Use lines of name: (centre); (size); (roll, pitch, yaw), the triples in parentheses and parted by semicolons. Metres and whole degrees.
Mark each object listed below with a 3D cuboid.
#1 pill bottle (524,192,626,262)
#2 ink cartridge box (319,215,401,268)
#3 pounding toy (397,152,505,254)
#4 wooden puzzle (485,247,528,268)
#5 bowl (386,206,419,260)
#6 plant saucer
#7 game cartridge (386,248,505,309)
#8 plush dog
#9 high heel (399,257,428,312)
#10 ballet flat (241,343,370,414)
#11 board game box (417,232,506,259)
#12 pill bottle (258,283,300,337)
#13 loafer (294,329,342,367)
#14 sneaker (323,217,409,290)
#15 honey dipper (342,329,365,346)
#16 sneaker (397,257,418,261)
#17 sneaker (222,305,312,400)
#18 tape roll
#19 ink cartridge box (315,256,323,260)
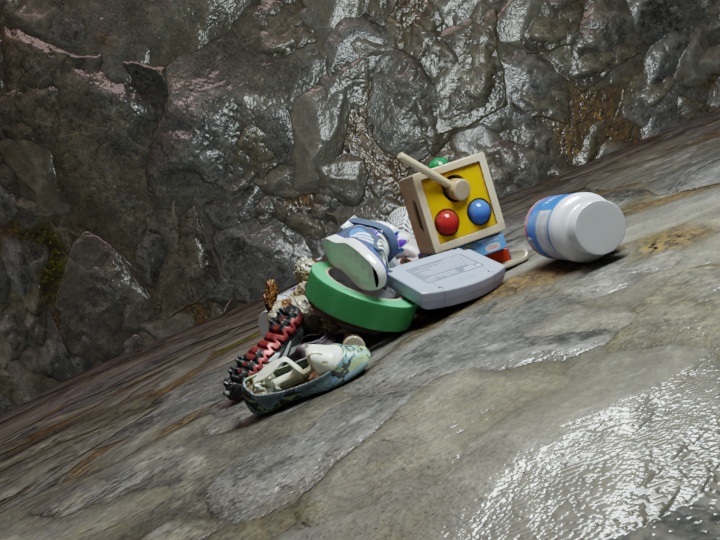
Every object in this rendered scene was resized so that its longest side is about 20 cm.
pill bottle: (0.353, -0.071, 1.059); (0.111, 0.113, 0.200); (-23, 6, -3)
ink cartridge box: (0.000, 0.000, 1.307); (0.050, 0.162, 0.200); (-41, -5, -27)
pounding toy: (0.165, -0.146, 1.250); (0.182, 0.203, 0.142); (-19, 6, -12)
wooden puzzle: (0.217, -0.003, 1.318); (0.198, 0.047, 0.185); (-25, 6, -20)
bowl: (0.137, -0.056, 1.644); (0.200, 0.201, 0.095); (-17, 32, 48)
plant saucer: (-0.014, 0.070, 1.171); (0.198, 0.037, 0.201); (16, 14, -4)
game cartridge: (0.153, 0.013, 1.134); (0.198, 0.041, 0.133); (-16, 25, -31)
plush dog: (-0.113, 0.092, 1.283); (0.171, 0.200, 0.161); (-14, -36, -48)
high heel: (0.115, 0.022, 1.220); (0.067, 0.097, 0.200); (-23, 5, -15)
ballet flat: (-0.083, 0.147, 0.935); (0.198, 0.075, 0.074); (-26, 5, -2)
board game box: (0.207, -0.042, 1.348); (0.149, 0.037, 0.200); (-19, 5, -1)
pill bottle: (-0.147, 0.097, 1.515); (0.112, 0.114, 0.199); (-18, 7, 39)
loafer: (-0.073, 0.127, 1.073); (0.072, 0.063, 0.200); (-44, 6, 3)
sneaker: (0.036, -0.038, 1.118); (0.145, 0.082, 0.200); (-20, 24, -23)
honey dipper: (-0.014, 0.122, 1.123); (0.038, 0.038, 0.200); (-22, 2, -1)
sneaker: (0.074, 0.022, 1.562); (0.198, 0.076, 0.105); (-20, 3, -2)
sneaker: (-0.156, 0.162, 1.142); (0.201, 0.098, 0.070); (-50, 29, -21)
tape roll: (0.003, 0.043, 1.125); (0.198, 0.049, 0.201); (16, 14, -4)
ink cartridge box: (-0.016, 0.009, 1.662); (0.146, 0.146, 0.199); (-25, 6, -31)
